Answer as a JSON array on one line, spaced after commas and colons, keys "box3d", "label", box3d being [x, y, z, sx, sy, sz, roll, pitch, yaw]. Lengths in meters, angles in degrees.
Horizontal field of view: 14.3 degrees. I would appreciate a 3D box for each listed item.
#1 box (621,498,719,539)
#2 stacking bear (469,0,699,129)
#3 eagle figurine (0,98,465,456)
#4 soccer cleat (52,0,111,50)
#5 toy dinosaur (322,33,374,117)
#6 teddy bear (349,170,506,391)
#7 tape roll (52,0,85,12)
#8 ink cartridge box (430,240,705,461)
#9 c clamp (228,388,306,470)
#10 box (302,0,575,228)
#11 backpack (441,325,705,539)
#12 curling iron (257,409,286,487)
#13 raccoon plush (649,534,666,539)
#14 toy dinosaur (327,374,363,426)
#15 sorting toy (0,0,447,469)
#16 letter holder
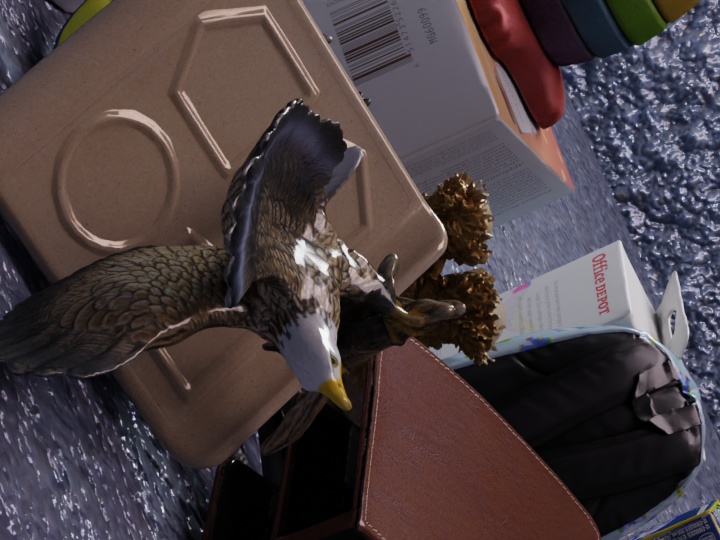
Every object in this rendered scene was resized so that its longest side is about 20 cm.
[{"box3d": [0.129, 0.203, 1.662, 0.065, 0.199, 0.070, 65, 11, 3], "label": "box"}, {"box3d": [0.170, -0.191, 1.718, 0.122, 0.199, 0.114, 52, 18, -48], "label": "stacking bear"}, {"box3d": [-0.047, 0.003, 1.252, 0.151, 0.152, 0.200, 18, -4, 44], "label": "eagle figurine"}, {"box3d": [-0.128, -0.086, 1.441, 0.201, 0.083, 0.065, -70, 149, -44], "label": "soccer cleat"}, {"box3d": [-0.047, -0.084, 1.427, 0.102, 0.077, 0.201, -59, 141, -61], "label": "toy dinosaur"}, {"box3d": [0.000, 0.000, 1.565, 0.067, 0.199, 0.146, -23, 123, -43], "label": "teddy bear"}, {"box3d": [-0.165, -0.243, 1.563, 0.203, 0.071, 0.203, 61, 12, -23], "label": "tape roll"}, {"box3d": [0.139, 0.083, 1.944, 0.126, 0.199, 0.129, 61, 13, -20], "label": "ink cartridge box"}, {"box3d": [-0.074, 0.058, 1.442, 0.200, 0.027, 0.171, 58, 27, -22], "label": "c clamp"}, {"box3d": [0.039, -0.115, 1.749, 0.153, 0.106, 0.200, 70, 12, 16], "label": "box"}, {"box3d": [0.119, 0.109, 1.802, 0.164, 0.199, 0.154, 67, 12, 7], "label": "backpack"}, {"box3d": [-0.028, 0.153, 1.488, 0.049, 0.026, 0.201, 15, 47, -46], "label": "curling iron"}, {"box3d": [0.143, 0.239, 1.546, 0.097, 0.133, 0.200, 75, -10, -52], "label": "raccoon plush"}, {"box3d": [0.018, 0.095, 1.669, 0.136, 0.085, 0.201, 46, 23, -59], "label": "toy dinosaur"}, {"box3d": [-0.073, -0.037, 1.358, 0.200, 0.185, 0.036, 55, -24, -18], "label": "sorting toy"}, {"box3d": [0.025, 0.138, 1.423, 0.200, 0.100, 0.143, 44, 37, -34], "label": "letter holder"}]
